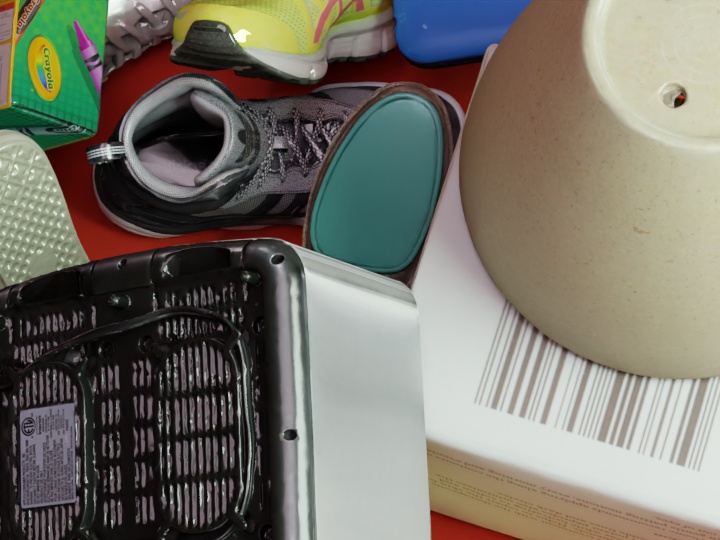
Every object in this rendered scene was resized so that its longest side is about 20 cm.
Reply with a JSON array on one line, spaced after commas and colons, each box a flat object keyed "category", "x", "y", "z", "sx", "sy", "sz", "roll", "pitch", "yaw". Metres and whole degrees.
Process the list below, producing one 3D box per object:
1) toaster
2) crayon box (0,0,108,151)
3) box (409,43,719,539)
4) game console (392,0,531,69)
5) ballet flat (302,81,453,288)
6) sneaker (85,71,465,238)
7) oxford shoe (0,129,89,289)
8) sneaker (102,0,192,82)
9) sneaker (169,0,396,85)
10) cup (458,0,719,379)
[{"category": "toaster", "x": -0.075, "y": 0.078, "z": 1.095, "sx": 0.180, "sy": 0.119, "sz": 0.201, "roll": -10, "pitch": 77, "yaw": 31}, {"category": "crayon box", "x": -0.213, "y": -0.113, "z": 1.268, "sx": 0.200, "sy": 0.058, "sz": 0.119, "roll": -11, "pitch": 69, "yaw": 42}, {"category": "box", "x": 0.127, "y": 0.031, "z": 1.209, "sx": 0.198, "sy": 0.171, "sz": 0.201, "roll": 16, "pitch": 73, "yaw": 8}, {"category": "game console", "x": 0.109, "y": -0.193, "z": 1.331, "sx": 0.170, "sy": 0.118, "sz": 0.201, "roll": -7, "pitch": 71, "yaw": 14}, {"category": "ballet flat", "x": 0.000, "y": 0.000, "z": 1.253, "sx": 0.068, "sy": 0.067, "sz": 0.201, "roll": 18, "pitch": 99, "yaw": 3}, {"category": "sneaker", "x": -0.043, "y": -0.061, "z": 1.271, "sx": 0.199, "sy": 0.114, "sz": 0.076, "roll": -9, "pitch": 82, "yaw": 0}, {"category": "oxford shoe", "x": -0.168, "y": 0.013, "z": 1.237, "sx": 0.075, "sy": 0.200, "sz": 0.058, "roll": -35, "pitch": 40, "yaw": -31}, {"category": "sneaker", "x": -0.115, "y": -0.137, "z": 1.324, "sx": 0.115, "sy": 0.074, "sz": 0.200, "roll": 23, "pitch": 73, "yaw": 12}, {"category": "sneaker", "x": -0.037, "y": -0.147, "z": 1.257, "sx": 0.078, "sy": 0.200, "sz": 0.091, "roll": 12, "pitch": 108, "yaw": 18}, {"category": "cup", "x": 0.141, "y": -0.070, "z": 1.077, "sx": 0.200, "sy": 0.143, "sz": 0.201, "roll": -1, "pitch": 70, "yaw": 2}]
